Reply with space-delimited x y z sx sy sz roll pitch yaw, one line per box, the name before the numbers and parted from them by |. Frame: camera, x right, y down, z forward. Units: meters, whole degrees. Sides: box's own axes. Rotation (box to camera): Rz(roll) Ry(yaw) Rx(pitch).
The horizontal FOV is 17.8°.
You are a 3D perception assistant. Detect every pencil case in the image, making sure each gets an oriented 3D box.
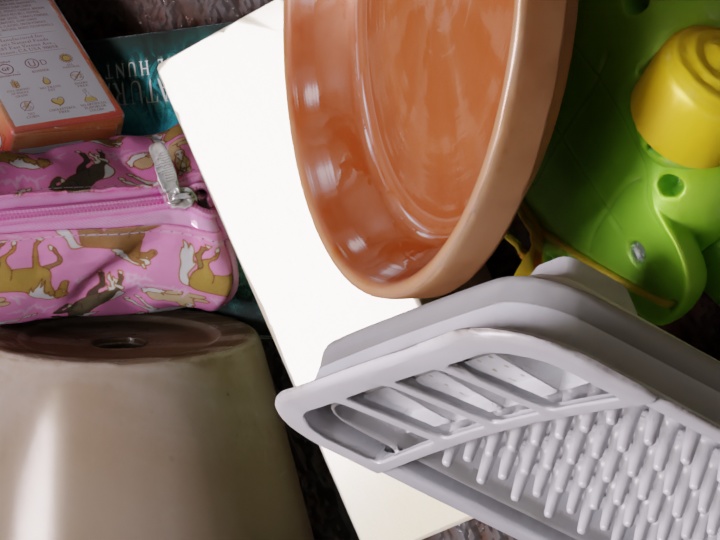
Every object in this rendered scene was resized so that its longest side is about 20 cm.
pencil case | -0.150 -0.014 0.925 0.083 0.198 0.087 -114 24 -49

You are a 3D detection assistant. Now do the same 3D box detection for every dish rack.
dish rack | 0.088 0.057 0.752 0.171 0.199 0.044 -24 42 59

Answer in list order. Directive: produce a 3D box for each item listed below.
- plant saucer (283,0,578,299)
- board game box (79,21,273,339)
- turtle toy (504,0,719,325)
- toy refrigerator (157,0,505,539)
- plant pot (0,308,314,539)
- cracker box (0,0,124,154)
plant saucer | 0.022 -0.092 0.738 0.200 0.032 0.202 -179 90 -68
board game box | -0.066 -0.038 0.998 0.199 0.028 0.137 -1 99 48
turtle toy | 0.105 -0.042 0.750 0.201 0.100 0.146 60 147 22
toy refrigerator | 0.000 0.000 0.873 0.070 0.076 0.201 -25 88 24
plant pot | -0.098 0.111 0.954 0.199 0.199 0.175 12 105 45
cracker box | -0.182 -0.081 1.057 0.201 0.057 0.135 56 143 36
